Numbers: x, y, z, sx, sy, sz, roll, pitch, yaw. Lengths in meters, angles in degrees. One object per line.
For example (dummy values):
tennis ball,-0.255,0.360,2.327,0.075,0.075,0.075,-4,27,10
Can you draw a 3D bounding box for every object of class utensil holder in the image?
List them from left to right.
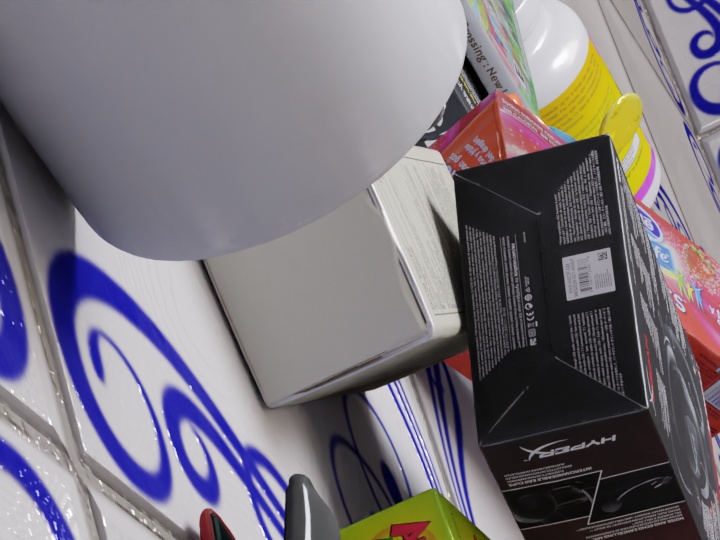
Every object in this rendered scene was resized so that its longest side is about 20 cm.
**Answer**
utensil holder,-0.074,-0.127,1.018,0.170,0.169,0.201,-100,164,-53

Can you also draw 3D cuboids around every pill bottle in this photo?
pill bottle,0.120,-0.112,2.019,0.200,0.104,0.105,56,14,-40

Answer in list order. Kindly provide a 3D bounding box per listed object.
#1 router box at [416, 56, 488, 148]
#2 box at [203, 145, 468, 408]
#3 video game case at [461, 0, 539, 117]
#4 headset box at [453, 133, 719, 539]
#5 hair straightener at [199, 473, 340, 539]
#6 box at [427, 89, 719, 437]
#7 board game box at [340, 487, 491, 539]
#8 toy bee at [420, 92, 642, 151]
router box,0.037,-0.126,1.801,0.201,0.051,0.150,58,15,-30
box,0.000,0.000,1.297,0.095,0.077,0.200,67,11,6
video game case,0.052,-0.201,1.828,0.183,0.022,0.200,57,14,-30
headset box,0.106,0.064,1.319,0.200,0.077,0.150,64,17,-50
hair straightener,-0.009,0.135,0.970,0.200,0.077,0.041,-98,161,-56
box,0.106,0.013,1.553,0.200,0.100,0.096,35,29,-31
board game box,0.060,0.176,1.280,0.200,0.047,0.102,47,22,-59
toy bee,0.090,-0.047,1.634,0.109,0.199,0.132,85,21,-75
